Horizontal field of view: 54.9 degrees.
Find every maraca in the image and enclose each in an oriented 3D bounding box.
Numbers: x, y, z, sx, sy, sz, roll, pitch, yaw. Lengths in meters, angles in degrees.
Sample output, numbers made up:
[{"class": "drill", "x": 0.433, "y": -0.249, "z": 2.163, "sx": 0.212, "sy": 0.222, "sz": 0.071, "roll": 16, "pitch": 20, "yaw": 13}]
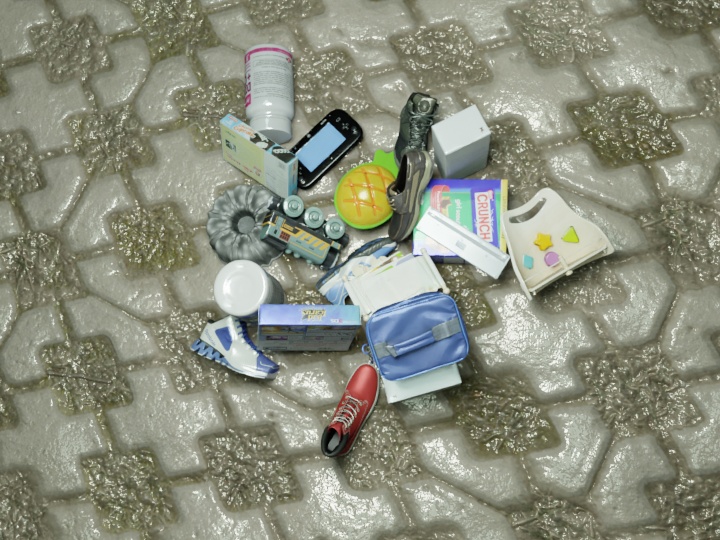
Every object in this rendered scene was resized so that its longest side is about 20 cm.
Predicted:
[{"class": "maraca", "x": 0.031, "y": -0.177, "z": 1.509, "sx": 0.137, "sy": 0.107, "sz": 0.200, "roll": 44, "pitch": 77, "yaw": 4}]

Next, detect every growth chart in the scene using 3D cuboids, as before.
[{"class": "growth chart", "x": 0.066, "y": 0.022, "z": 1.414, "sx": 0.198, "sy": 0.018, "sz": 0.146, "roll": -21, "pitch": 53, "yaw": 2}]

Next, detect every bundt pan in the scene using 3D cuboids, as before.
[{"class": "bundt pan", "x": -0.257, "y": -0.103, "z": 1.548, "sx": 0.199, "sy": 0.076, "sz": 0.204, "roll": -1, "pitch": 80, "yaw": 8}]

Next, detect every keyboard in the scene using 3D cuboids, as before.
[{"class": "keyboard", "x": 0.212, "y": -0.059, "z": 1.435, "sx": 0.199, "sy": 0.011, "sz": 0.057, "roll": 33, "pitch": 94, "yaw": 10}]

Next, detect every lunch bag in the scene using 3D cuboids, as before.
[{"class": "lunch bag", "x": 0.098, "y": 0.122, "z": 1.303, "sx": 0.198, "sy": 0.132, "sz": 0.137, "roll": -19, "pitch": 88, "yaw": 1}]

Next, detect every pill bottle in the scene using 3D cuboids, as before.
[{"class": "pill bottle", "x": -0.223, "y": 0.053, "z": 1.450, "sx": 0.112, "sy": 0.200, "sz": 0.115, "roll": -2, "pitch": 78, "yaw": 8}, {"class": "pill bottle", "x": -0.206, "y": -0.398, "z": 1.576, "sx": 0.112, "sy": 0.113, "sz": 0.203, "roll": -4, "pitch": 79, "yaw": 7}]

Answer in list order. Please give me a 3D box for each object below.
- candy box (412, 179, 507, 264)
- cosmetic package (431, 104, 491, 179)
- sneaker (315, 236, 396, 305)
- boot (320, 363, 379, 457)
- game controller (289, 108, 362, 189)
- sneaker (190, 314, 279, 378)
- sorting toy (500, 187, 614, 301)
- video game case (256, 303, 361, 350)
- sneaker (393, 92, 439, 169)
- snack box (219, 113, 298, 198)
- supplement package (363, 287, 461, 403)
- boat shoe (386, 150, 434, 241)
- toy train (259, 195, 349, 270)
[{"class": "candy box", "x": 0.214, "y": -0.104, "z": 1.483, "sx": 0.197, "sy": 0.077, "sz": 0.171, "roll": 1, "pitch": 81, "yaw": 7}, {"class": "cosmetic package", "x": 0.209, "y": -0.257, "z": 1.449, "sx": 0.101, "sy": 0.200, "sz": 0.072, "roll": -26, "pitch": 77, "yaw": 1}, {"class": "sneaker", "x": 0.000, "y": 0.000, "z": 1.505, "sx": 0.199, "sy": 0.076, "sz": 0.077, "roll": -37, "pitch": 100, "yaw": -1}, {"class": "boot", "x": -0.020, "y": 0.282, "z": 1.408, "sx": 0.072, "sy": 0.144, "sz": 0.202, "roll": 20, "pitch": 81, "yaw": 12}, {"class": "game controller", "x": -0.089, "y": -0.277, "z": 1.574, "sx": 0.200, "sy": 0.042, "sz": 0.104, "roll": -43, "pitch": 77, "yaw": -2}, {"class": "sneaker", "x": -0.263, "y": 0.153, "z": 1.497, "sx": 0.198, "sy": 0.081, "sz": 0.116, "roll": 20, "pitch": 85, "yaw": 12}, {"class": "sorting toy", "x": 0.378, "y": -0.065, "z": 1.420, "sx": 0.199, "sy": 0.107, "sz": 0.181, "roll": -29, "pitch": 89, "yaw": -1}, {"class": "video game case", "x": -0.110, "y": 0.117, "z": 1.406, "sx": 0.197, "sy": 0.182, "sz": 0.046, "roll": 1, "pitch": 68, "yaw": -9}, {"class": "sneaker", "x": 0.119, "y": -0.301, "z": 1.490, "sx": 0.075, "sy": 0.114, "sz": 0.202, "roll": 10, "pitch": 65, "yaw": -5}, {"class": "snack box", "x": -0.227, "y": -0.251, "z": 1.543, "sx": 0.199, "sy": 0.117, "sz": 0.037, "roll": 34, "pitch": 57, "yaw": 16}, {"class": "supplement package", "x": 0.109, "y": 0.157, "z": 1.431, "sx": 0.154, "sy": 0.111, "sz": 0.202, "roll": -16, "pitch": 78, "yaw": 4}, {"class": "boat shoe", "x": 0.087, "y": -0.158, "z": 1.446, "sx": 0.073, "sy": 0.075, "sz": 0.202, "roll": 7, "pitch": 111, "yaw": -25}, {"class": "toy train", "x": -0.122, "y": -0.081, "z": 1.494, "sx": 0.199, "sy": 0.085, "sz": 0.115, "roll": 27, "pitch": 79, "yaw": -21}]
